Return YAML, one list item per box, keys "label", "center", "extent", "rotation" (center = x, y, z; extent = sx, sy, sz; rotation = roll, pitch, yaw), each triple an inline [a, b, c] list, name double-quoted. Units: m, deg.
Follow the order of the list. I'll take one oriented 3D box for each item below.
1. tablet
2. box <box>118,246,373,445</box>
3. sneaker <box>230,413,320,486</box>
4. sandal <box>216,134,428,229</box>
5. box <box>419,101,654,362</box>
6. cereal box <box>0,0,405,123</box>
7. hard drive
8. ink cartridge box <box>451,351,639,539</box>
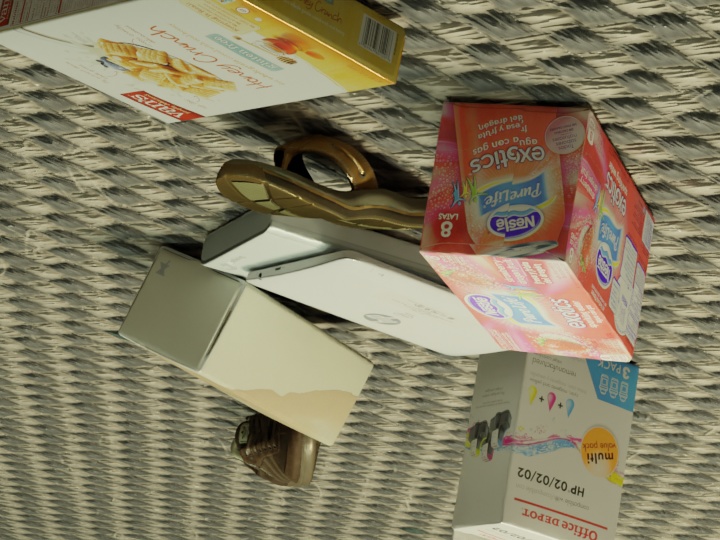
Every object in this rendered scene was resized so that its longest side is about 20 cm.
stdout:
- label: "tablet"
  center: [0.030, 0.027, 1.890]
  extent: [0.200, 0.014, 0.130]
  rotation: [21, 160, -33]
- label: "box"
  center: [-0.086, 0.060, 2.002]
  extent: [0.095, 0.078, 0.200]
  rotation: [23, 174, 37]
- label: "sneaker"
  center: [-0.079, 0.162, 2.389]
  extent: [0.076, 0.070, 0.200]
  rotation: [12, 163, -4]
- label: "sandal"
  center: [-0.020, -0.059, 1.670]
  extent: [0.080, 0.054, 0.200]
  rotation: [4, 178, 38]
- label: "box"
  center: [0.113, -0.021, 1.615]
  extent: [0.095, 0.103, 0.200]
  rotation: [4, 163, 20]
- label: "cereal box"
  center: [-0.094, -0.134, 1.471]
  extent: [0.144, 0.040, 0.200]
  rotation: [25, 158, -40]
- label: "hard drive"
  center: [0.000, 0.000, 1.885]
  extent: [0.200, 0.026, 0.132]
  rotation: [16, 162, -22]
- label: "ink cartridge box"
  center: [0.142, 0.157, 2.012]
  extent: [0.115, 0.200, 0.068]
  rotation: [20, 161, -30]
